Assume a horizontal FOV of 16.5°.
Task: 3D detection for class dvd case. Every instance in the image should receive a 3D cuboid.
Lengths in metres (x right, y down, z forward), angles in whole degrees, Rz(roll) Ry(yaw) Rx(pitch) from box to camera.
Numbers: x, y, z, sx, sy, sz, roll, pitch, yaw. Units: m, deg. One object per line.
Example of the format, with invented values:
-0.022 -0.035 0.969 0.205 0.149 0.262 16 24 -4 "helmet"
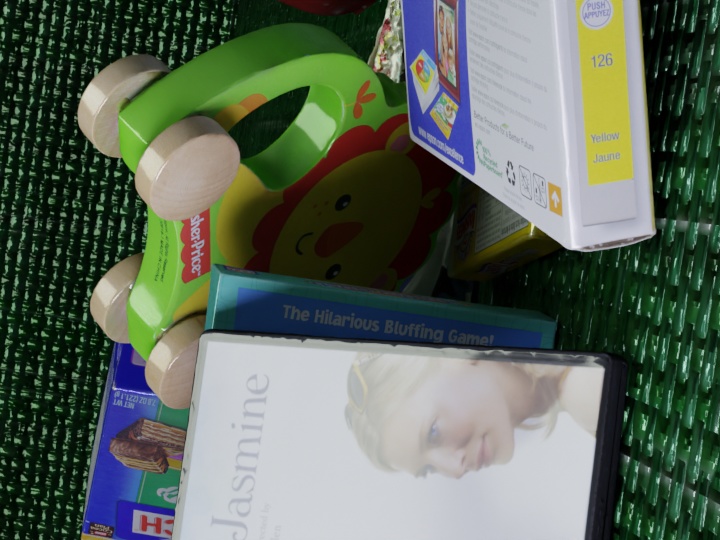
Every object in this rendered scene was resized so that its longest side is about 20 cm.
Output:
0.008 0.098 0.983 0.018 0.200 0.143 17 -102 -55 "dvd case"

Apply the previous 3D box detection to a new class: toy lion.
-0.031 -0.036 1.155 0.069 0.191 0.200 45 150 33 "toy lion"

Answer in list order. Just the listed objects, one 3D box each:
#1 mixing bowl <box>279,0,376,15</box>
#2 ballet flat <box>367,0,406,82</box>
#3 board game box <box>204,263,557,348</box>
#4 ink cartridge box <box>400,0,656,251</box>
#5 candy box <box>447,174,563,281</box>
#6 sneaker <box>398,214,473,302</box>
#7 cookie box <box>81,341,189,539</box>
-0.001 -0.217 1.407 0.200 0.108 0.200 -41 6 5 "mixing bowl"
0.032 -0.134 1.266 0.064 0.075 0.201 13 88 55 "ballet flat"
-0.005 0.107 1.089 0.045 0.152 0.201 -149 67 -81 "board game box"
0.058 -0.129 0.986 0.198 0.047 0.201 -135 40 -68 "ink cartridge box"
0.073 -0.054 1.148 0.200 0.026 0.103 150 125 -80 "candy box"
0.000 0.001 1.295 0.081 0.115 0.200 114 162 -60 "sneaker"
-0.084 0.113 1.591 0.200 0.171 0.075 108 171 -54 "cookie box"
